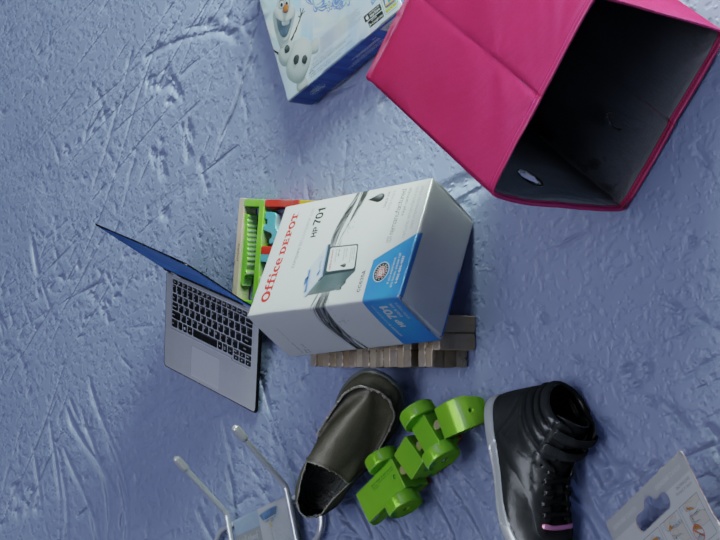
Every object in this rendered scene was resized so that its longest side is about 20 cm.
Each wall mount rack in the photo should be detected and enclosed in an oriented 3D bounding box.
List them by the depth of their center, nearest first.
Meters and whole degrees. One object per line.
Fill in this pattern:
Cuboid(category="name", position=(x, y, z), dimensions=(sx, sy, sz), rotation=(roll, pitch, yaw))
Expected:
Cuboid(category="wall mount rack", position=(-0.135, 0.277, 1.757), dimensions=(0.200, 0.074, 0.174), rotation=(-30, 66, 40))

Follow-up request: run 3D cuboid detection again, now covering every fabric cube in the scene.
Cuboid(category="fabric cube", position=(0.164, -0.192, 1.396), dimensions=(0.199, 0.196, 0.200), rotation=(46, 119, 37))

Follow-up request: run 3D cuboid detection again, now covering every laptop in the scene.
Cuboid(category="laptop", position=(-0.215, 0.055, 1.802), dimensions=(0.187, 0.116, 0.201), rotation=(22, 114, 45))

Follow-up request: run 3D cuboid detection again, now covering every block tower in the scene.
Cuboid(category="block tower", position=(0.028, 0.076, 1.618), dimensions=(0.200, 0.058, 0.054), rotation=(-5, 83, 47))

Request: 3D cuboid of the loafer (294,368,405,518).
Cuboid(category="loafer", position=(-0.014, 0.191, 1.627), dimensions=(0.075, 0.070, 0.200), rotation=(26, 121, 1))

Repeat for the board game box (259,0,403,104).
Cuboid(category="board game box", position=(-0.031, -0.320, 1.715), dimensions=(0.200, 0.043, 0.199), rotation=(-33, 65, 40))

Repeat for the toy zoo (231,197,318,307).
Cuboid(category="toy zoo", position=(-0.072, -0.015, 1.752), dimensions=(0.200, 0.020, 0.132), rotation=(4, 90, 46))

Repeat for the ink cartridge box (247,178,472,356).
Cuboid(category="ink cartridge box", position=(0.000, 0.000, 1.578), dimensions=(0.200, 0.086, 0.147), rotation=(-8, 52, 36))

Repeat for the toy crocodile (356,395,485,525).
Cuboid(category="toy crocodile", position=(0.060, 0.194, 1.580), dimensions=(0.200, 0.062, 0.068), rotation=(-54, 53, 34))

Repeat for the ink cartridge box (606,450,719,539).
Cuboid(category="ink cartridge box", position=(0.295, 0.268, 1.298), dimensions=(0.161, 0.050, 0.200), rotation=(118, 137, -53))

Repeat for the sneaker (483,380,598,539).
Cuboid(category="sneaker", position=(0.180, 0.194, 1.440), dimensions=(0.099, 0.071, 0.200), rotation=(-35, 59, 44))
